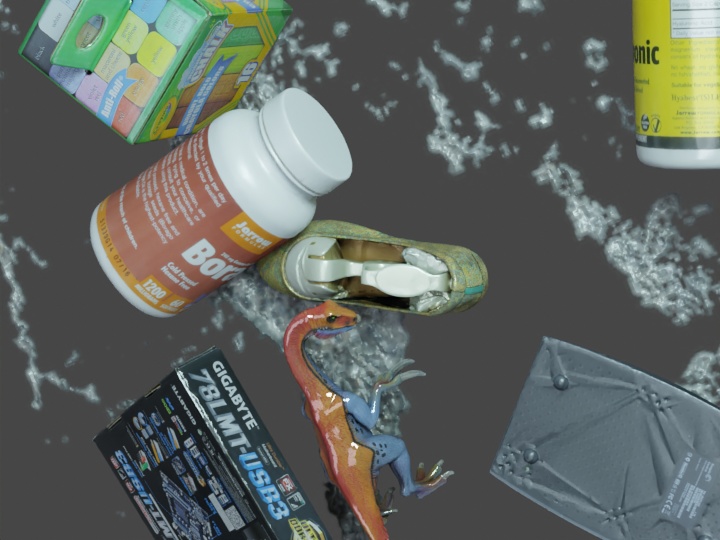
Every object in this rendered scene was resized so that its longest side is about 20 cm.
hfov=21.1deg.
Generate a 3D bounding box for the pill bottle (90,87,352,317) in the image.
[{"bbox_3d":[-0.108,-0.056,1.531,0.200,0.112,0.112,-33,86,24],"label":"pill bottle"}]

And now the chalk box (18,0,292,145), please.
[{"bbox_3d":[-0.164,-0.183,1.483,0.124,0.200,0.125,39,111,12],"label":"chalk box"}]

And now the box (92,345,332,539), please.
[{"bbox_3d":[-0.118,0.183,1.563,0.200,0.050,0.198,58,148,5],"label":"box"}]

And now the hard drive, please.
[{"bbox_3d":[0.211,0.142,1.474,0.200,0.042,0.135,25,108,16],"label":"hard drive"}]

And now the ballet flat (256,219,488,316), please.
[{"bbox_3d":[0.000,0.000,1.523,0.199,0.071,0.071,7,102,21],"label":"ballet flat"}]

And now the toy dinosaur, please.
[{"bbox_3d":[-0.003,0.119,1.500,0.105,0.200,0.182,-23,129,22],"label":"toy dinosaur"}]

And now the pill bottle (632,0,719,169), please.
[{"bbox_3d":[0.247,-0.176,1.366,0.111,0.111,0.201,1,99,22],"label":"pill bottle"}]
